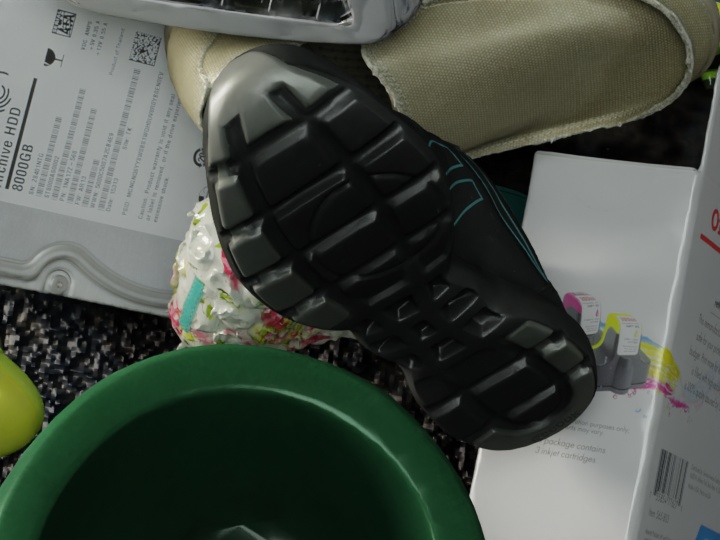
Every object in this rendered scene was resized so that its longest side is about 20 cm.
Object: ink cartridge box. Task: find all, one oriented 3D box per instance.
[{"bbox_3d":[0.102,0.027,0.966,0.068,0.115,0.200,8,81,24],"label":"ink cartridge box"}]

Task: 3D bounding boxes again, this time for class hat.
[{"bbox_3d":[-0.050,0.129,0.897,0.166,0.176,0.200,35,61,6],"label":"hat"}]

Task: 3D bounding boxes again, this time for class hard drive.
[{"bbox_3d":[-0.095,-0.058,0.952,0.200,0.038,0.140,13,94,-30],"label":"hard drive"}]

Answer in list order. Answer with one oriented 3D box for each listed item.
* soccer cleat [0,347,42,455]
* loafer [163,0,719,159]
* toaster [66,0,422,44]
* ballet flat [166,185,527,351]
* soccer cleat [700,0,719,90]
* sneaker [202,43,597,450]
[{"bbox_3d":[-0.209,0.040,0.884,0.200,0.065,0.084,15,48,10],"label":"soccer cleat"},{"bbox_3d":[0.027,-0.068,0.904,0.199,0.076,0.068,-4,41,10],"label":"loafer"},{"bbox_3d":[-0.034,-0.156,0.868,0.200,0.114,0.129,10,60,14],"label":"toaster"},{"bbox_3d":[0.000,0.000,0.968,0.076,0.200,0.064,52,122,30],"label":"ballet flat"},{"bbox_3d":[0.119,-0.112,1.018,0.200,0.065,0.084,-8,79,0],"label":"soccer cleat"},{"bbox_3d":[0.006,-0.015,0.848,0.075,0.200,0.079,-30,45,12],"label":"sneaker"}]
